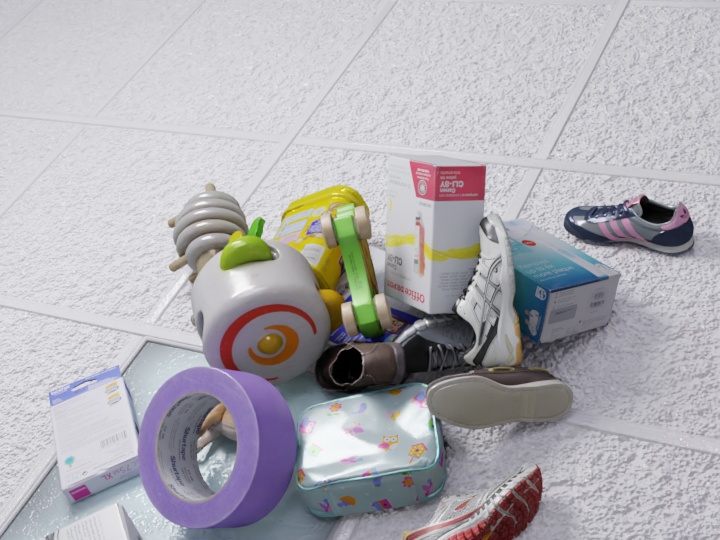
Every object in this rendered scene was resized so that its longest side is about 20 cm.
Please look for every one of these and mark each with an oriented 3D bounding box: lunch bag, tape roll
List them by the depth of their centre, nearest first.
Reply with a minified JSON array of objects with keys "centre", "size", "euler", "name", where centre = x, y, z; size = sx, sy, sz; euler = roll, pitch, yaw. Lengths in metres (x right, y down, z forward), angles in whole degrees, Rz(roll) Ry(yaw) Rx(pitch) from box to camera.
[{"centre":[-0.185,0.227,1.440],"size":[0.198,0.085,0.203],"euler":[-7,76,31],"name":"tape roll"},{"centre":[0.017,0.228,1.452],"size":[0.198,0.078,0.161],"euler":[-11,39,7],"name":"lunch bag"}]

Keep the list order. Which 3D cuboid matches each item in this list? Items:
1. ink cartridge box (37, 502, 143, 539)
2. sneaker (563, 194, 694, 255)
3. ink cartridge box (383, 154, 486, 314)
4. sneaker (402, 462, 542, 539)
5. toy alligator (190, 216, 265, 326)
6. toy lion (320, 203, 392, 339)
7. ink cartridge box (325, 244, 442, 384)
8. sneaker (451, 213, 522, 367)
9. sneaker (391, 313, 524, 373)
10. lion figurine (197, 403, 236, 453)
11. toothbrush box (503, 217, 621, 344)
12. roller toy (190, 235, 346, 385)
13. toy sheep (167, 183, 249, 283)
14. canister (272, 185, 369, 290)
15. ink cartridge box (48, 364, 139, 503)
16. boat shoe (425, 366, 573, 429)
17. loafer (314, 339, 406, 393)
[{"centre":[-0.348,0.390,1.350],"size":[0.198,0.146,0.084],"euler":[-25,41,-9],"name":"ink cartridge box"},{"centre":[0.392,-0.083,1.658],"size":[0.198,0.083,0.070],"euler":[9,47,28],"name":"sneaker"},{"centre":[0.099,-0.051,1.543],"size":[0.083,0.203,0.145],"euler":[-3,12,-25],"name":"ink cartridge box"},{"centre":[0.134,0.288,1.340],"size":[0.199,0.078,0.082],"euler":[-32,41,-16],"name":"sneaker"},{"centre":[-0.196,0.008,1.757],"size":[0.054,0.059,0.201],"euler":[22,78,52],"name":"toy alligator"},{"centre":[0.000,0.000,1.594],"size":[0.068,0.192,0.202],"euler":[-14,78,4],"name":"toy lion"},{"centre":[0.035,0.062,1.660],"size":[0.199,0.047,0.198],"euler":[19,53,38],"name":"ink cartridge box"},{"centre":[0.160,0.029,1.463],"size":[0.087,0.203,0.076],"euler":[-5,1,8],"name":"sneaker"},{"centre":[0.138,0.113,1.522],"size":[0.198,0.076,0.116],"euler":[-20,44,-24],"name":"sneaker"},{"centre":[-0.163,0.212,1.552],"size":[0.199,0.073,0.123],"euler":[24,50,25],"name":"lion figurine"},{"centre":[0.236,0.010,1.570],"size":[0.145,0.086,0.200],"euler":[-10,30,-35],"name":"toothbrush box"},{"centre":[-0.136,0.065,1.565],"size":[0.183,0.199,0.140],"euler":[-49,37,20],"name":"roller toy"},{"centre":[-0.246,-0.062,1.836],"size":[0.136,0.138,0.202],"euler":[-14,58,4],"name":"toy sheep"},{"centre":[-0.080,-0.030,1.737],"size":[0.147,0.087,0.201],"euler":[-16,31,31],"name":"canister"},{"centre":[-0.381,0.231,1.624],"size":[0.118,0.042,0.201],"euler":[-23,43,-5],"name":"ink cartridge box"},{"centre":[0.172,0.158,1.446],"size":[0.198,0.073,0.060],"euler":[0,20,-15],"name":"boat shoe"},{"centre":[-0.015,0.125,1.519],"size":[0.070,0.074,0.199],"euler":[4,-13,-30],"name":"loafer"}]
